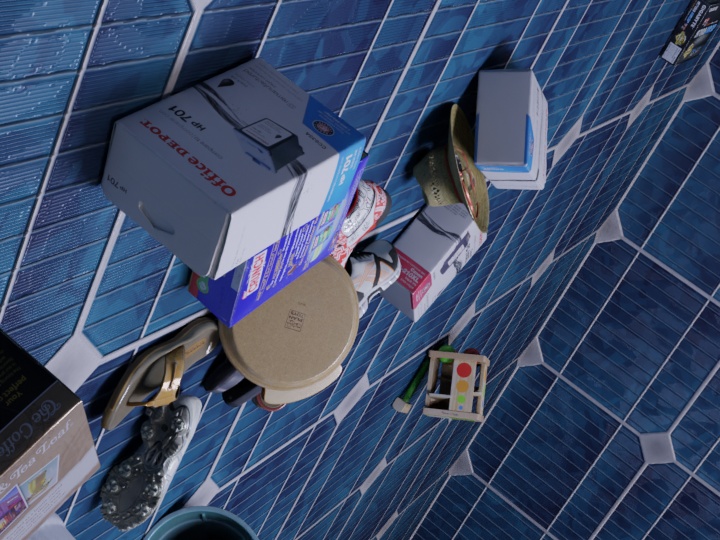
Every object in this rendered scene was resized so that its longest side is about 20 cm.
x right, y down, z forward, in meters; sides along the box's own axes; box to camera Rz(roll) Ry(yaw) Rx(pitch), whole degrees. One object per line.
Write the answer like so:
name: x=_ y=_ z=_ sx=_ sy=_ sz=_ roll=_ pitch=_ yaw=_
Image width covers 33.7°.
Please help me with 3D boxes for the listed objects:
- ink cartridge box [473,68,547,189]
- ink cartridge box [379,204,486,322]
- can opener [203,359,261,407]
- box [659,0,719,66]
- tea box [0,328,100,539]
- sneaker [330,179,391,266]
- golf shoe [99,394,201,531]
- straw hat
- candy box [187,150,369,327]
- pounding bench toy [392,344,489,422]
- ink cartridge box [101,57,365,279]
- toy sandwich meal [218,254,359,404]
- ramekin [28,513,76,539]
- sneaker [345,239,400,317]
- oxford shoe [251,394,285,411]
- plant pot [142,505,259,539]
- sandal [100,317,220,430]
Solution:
ink cartridge box: x=0.232 y=-0.210 z=1.815 sx=0.200 sy=0.084 sz=0.145 roll=23 pitch=70 yaw=-73
ink cartridge box: x=0.121 y=-0.033 z=1.968 sx=0.200 sy=0.084 sz=0.145 roll=-49 pitch=163 yaw=-14
can opener: x=-0.114 y=0.118 z=1.591 sx=0.200 sy=0.064 sz=0.079 roll=-33 pitch=175 yaw=14
box: x=0.773 y=-0.560 z=2.740 sx=0.200 sy=0.046 sz=0.159 roll=-27 pitch=149 yaw=-55
tea box: x=-0.335 y=0.131 z=0.877 sx=0.200 sy=0.196 sz=0.134 roll=-44 pitch=161 yaw=-26
sneaker: x=-0.048 y=-0.038 z=1.550 sx=0.202 sy=0.067 sz=0.108 roll=-52 pitch=155 yaw=8
golf shoe: x=-0.259 y=0.246 z=1.529 sx=0.200 sy=0.078 sz=0.097 roll=-57 pitch=169 yaw=15
straw hat: x=0.123 y=-0.139 z=1.747 sx=0.085 sy=0.202 sz=0.201 roll=-14 pitch=173 yaw=17
candy box: x=-0.095 y=-0.055 z=1.361 sx=0.200 sy=0.077 sz=0.169 roll=-38 pitch=159 yaw=-44
pounding bench toy: x=0.177 y=0.244 z=2.630 sx=0.124 sy=0.199 sz=0.157 roll=41 pitch=54 yaw=-76
ink cartridge box: x=-0.114 y=-0.099 z=1.097 sx=0.200 sy=0.146 sz=0.086 roll=-35 pitch=157 yaw=-47
toy sandwich meal: x=-0.091 y=0.063 z=1.502 sx=0.205 sy=0.205 sz=0.070 roll=-51 pitch=-159 yaw=-8
ramekin: x=-0.398 y=0.392 z=1.399 sx=0.201 sy=0.098 sz=0.201 roll=-47 pitch=162 yaw=-20
sneaker: x=0.000 y=0.000 z=1.735 sx=0.200 sy=0.073 sz=0.080 roll=-52 pitch=132 yaw=-52
oxford shoe: x=-0.100 y=0.114 z=1.739 sx=0.200 sy=0.070 sz=0.075 roll=-53 pitch=-165 yaw=-18
plant pot: x=-0.246 y=0.482 z=1.857 sx=0.200 sy=0.200 sz=0.196 roll=-48 pitch=171 yaw=-18
sandal: x=-0.225 y=0.124 z=1.402 sx=0.200 sy=0.054 sz=0.081 roll=-37 pitch=157 yaw=-44
